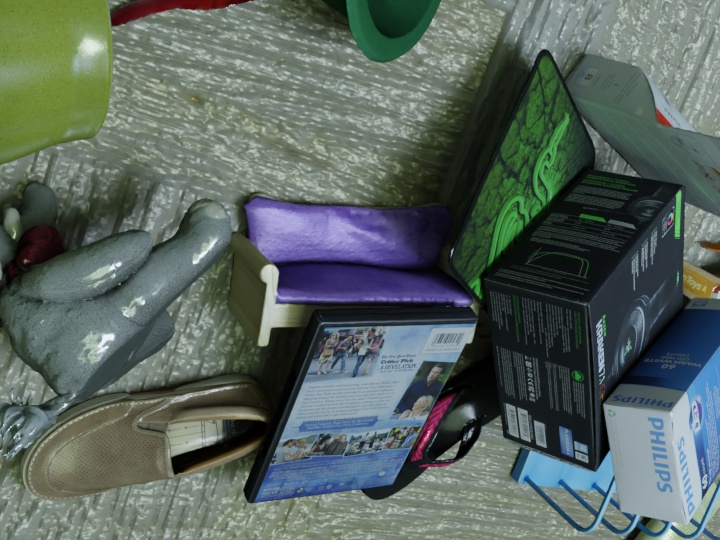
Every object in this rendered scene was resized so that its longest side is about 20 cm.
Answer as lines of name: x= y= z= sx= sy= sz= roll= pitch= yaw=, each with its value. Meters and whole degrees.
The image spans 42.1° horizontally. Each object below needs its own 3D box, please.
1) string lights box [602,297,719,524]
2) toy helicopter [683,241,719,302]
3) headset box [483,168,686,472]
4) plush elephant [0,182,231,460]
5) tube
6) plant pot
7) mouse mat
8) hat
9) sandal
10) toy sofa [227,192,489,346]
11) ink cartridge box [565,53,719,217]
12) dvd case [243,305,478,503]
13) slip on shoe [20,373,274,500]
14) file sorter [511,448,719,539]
string lights box: x=0.279 y=0.110 z=0.789 sx=0.200 sy=0.059 sz=0.103 roll=-32 pitch=116 yaw=-44
toy helicopter: x=0.351 y=0.014 z=0.924 sx=0.199 sy=0.079 sz=0.133 roll=28 pitch=103 yaw=-19
headset box: x=0.200 y=0.033 z=0.798 sx=0.200 sy=0.092 sz=0.175 roll=-41 pitch=133 yaw=-39
plush elephant: x=-0.215 y=0.009 z=0.620 sx=0.155 sy=0.165 sz=0.200 roll=42 pitch=50 yaw=3
tube: x=0.332 y=0.311 z=1.048 sx=0.200 sy=0.052 sz=0.058 roll=-49 pitch=163 yaw=-5
plant pot: x=-0.249 y=-0.130 z=0.523 sx=0.192 sy=0.200 sz=0.202 roll=-10 pitch=114 yaw=-31
mouse mat: x=0.139 y=-0.057 z=0.768 sx=0.161 sy=0.007 sz=0.201 roll=44 pitch=67 yaw=-50
hat: x=-0.047 y=-0.243 z=0.664 sx=0.200 sy=0.175 sz=0.167 roll=-32 pitch=134 yaw=-58
sandal: x=0.082 y=0.142 z=0.860 sx=0.199 sy=0.045 sz=0.075 roll=-34 pitch=120 yaw=-10
toy sofa: x=0.000 y=0.000 z=0.744 sx=0.199 sy=0.083 sz=0.098 roll=2 pitch=109 yaw=-26
ink cartridge box: x=0.276 y=-0.099 z=0.766 sx=0.160 sy=0.200 sz=0.047 roll=36 pitch=92 yaw=-32
dvd case: x=-0.003 y=0.109 z=0.745 sx=0.142 sy=0.018 sz=0.201 roll=0 pitch=129 yaw=-30
slip on shoe: x=-0.162 y=0.137 z=0.733 sx=0.199 sy=0.061 sz=0.077 roll=-11 pitch=114 yaw=-21
file sorter: x=0.281 y=0.182 z=0.926 sx=0.199 sy=0.123 sz=0.140 roll=12 pitch=104 yaw=-28
